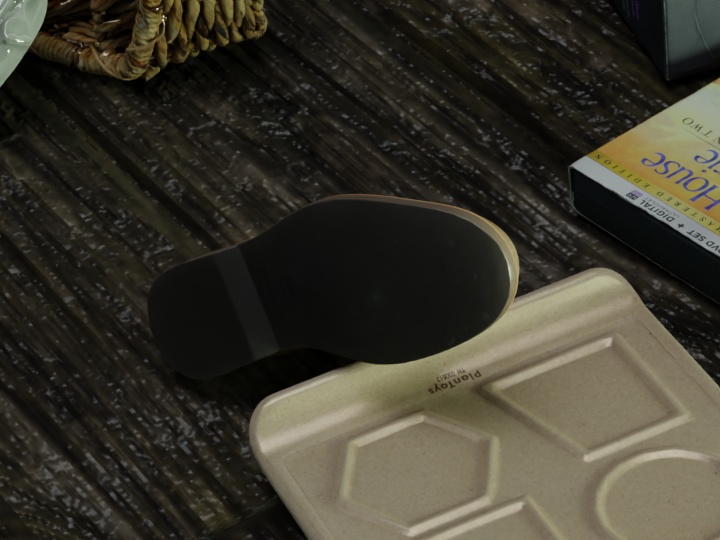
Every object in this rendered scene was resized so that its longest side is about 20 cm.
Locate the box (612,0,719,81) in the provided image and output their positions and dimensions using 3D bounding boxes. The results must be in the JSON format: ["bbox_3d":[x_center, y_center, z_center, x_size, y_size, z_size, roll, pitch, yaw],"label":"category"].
[{"bbox_3d":[0.165,-0.206,1.455,0.106,0.122,0.200,-15,39,-9],"label":"box"}]

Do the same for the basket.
[{"bbox_3d":[-0.138,-0.194,1.438,0.149,0.200,0.143,-16,38,-12],"label":"basket"}]

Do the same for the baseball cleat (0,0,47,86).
[{"bbox_3d":[-0.228,-0.075,1.426,0.200,0.070,0.106,-53,21,-26],"label":"baseball cleat"}]

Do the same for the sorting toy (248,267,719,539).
[{"bbox_3d":[0.074,0.095,1.171,0.185,0.037,0.200,-21,44,-15],"label":"sorting toy"}]

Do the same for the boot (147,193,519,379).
[{"bbox_3d":[0.000,0.000,1.229,0.200,0.074,0.075,-9,9,45],"label":"boot"}]

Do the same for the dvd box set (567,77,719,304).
[{"bbox_3d":[0.217,-0.052,1.326,0.200,0.029,0.146,-29,43,-25],"label":"dvd box set"}]
